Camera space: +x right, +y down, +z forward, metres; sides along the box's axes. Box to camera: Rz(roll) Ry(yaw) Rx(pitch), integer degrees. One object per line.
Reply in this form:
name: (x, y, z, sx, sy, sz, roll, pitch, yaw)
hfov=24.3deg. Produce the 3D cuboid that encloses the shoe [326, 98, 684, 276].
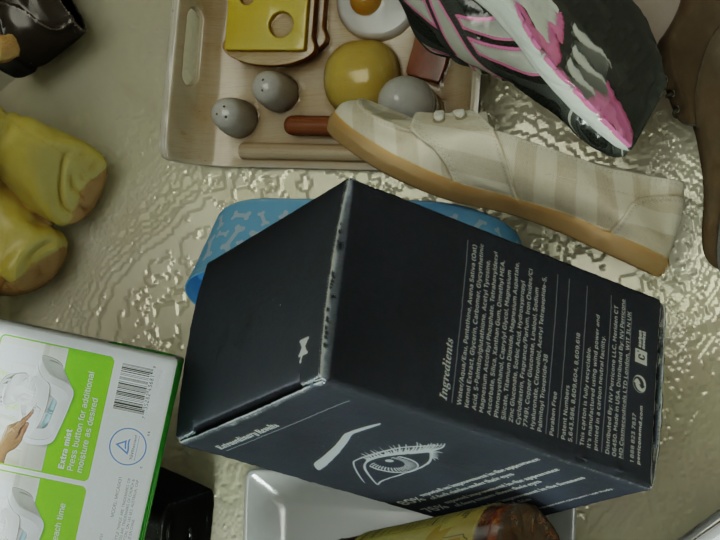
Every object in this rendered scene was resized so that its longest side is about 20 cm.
shoe: (0.080, -0.057, 0.904, 0.200, 0.070, 0.054, 22, 100, 0)

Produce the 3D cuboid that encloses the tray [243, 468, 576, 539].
tray: (0.027, 0.172, 0.962, 0.199, 0.022, 0.108, 1, 85, 19)

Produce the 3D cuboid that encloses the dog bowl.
dog bowl: (0.000, 0.000, 0.943, 0.199, 0.112, 0.050, 1, 68, 19)

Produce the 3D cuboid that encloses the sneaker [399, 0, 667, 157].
sneaker: (0.077, -0.137, 0.902, 0.200, 0.080, 0.086, 49, 145, 3)

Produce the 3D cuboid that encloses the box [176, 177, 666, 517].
box: (0.031, 0.051, 0.846, 0.148, 0.200, 0.105, -26, 50, 52)

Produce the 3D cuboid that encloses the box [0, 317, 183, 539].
box: (-0.193, 0.121, 0.821, 0.176, 0.097, 0.201, 11, 87, -3)

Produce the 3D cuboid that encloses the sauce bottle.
sauce bottle: (0.014, 0.172, 0.898, 0.200, 0.066, 0.066, -22, 78, 38)

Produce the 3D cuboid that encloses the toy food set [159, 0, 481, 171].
toy food set: (-0.020, -0.134, 0.985, 0.199, 0.060, 0.144, 3, 87, 19)

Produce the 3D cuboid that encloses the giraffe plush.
giraffe plush: (-0.280, -0.078, 1.030, 0.172, 0.200, 0.162, -40, 45, -19)

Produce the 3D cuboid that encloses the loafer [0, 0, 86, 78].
loafer: (-0.213, -0.225, 1.061, 0.071, 0.073, 0.201, -12, 89, 12)

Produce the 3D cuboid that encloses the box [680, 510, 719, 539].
box: (0.190, 0.240, 0.839, 0.176, 0.097, 0.200, -39, 79, 8)

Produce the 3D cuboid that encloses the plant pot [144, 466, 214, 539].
plant pot: (-0.186, 0.185, 0.955, 0.177, 0.200, 0.201, 4, 87, 6)

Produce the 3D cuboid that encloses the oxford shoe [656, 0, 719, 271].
oxford shoe: (0.201, -0.094, 0.909, 0.084, 0.073, 0.201, 4, 89, 44)
